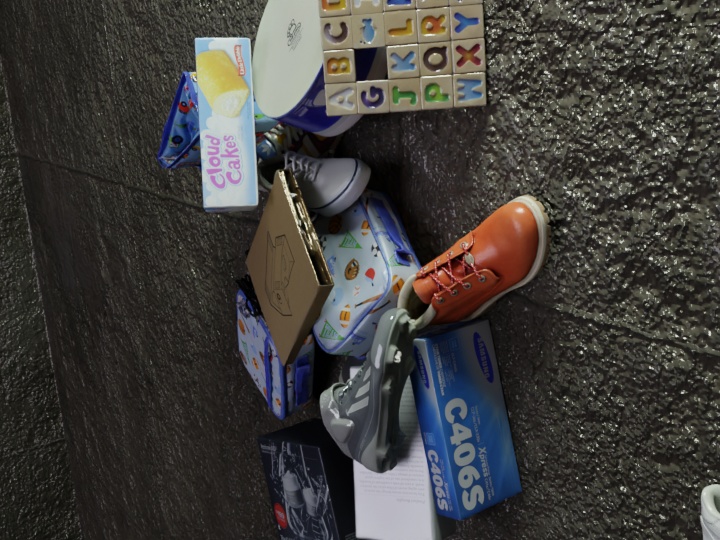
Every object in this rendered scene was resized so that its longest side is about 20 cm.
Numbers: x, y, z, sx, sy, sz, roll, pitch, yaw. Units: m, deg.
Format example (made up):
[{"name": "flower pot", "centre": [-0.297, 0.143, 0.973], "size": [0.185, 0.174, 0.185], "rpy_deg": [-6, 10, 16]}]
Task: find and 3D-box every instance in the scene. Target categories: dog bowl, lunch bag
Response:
[{"name": "dog bowl", "centre": [-0.046, -0.262, 0.950], "size": [0.200, 0.079, 0.200], "rpy_deg": [-22, 63, 52]}, {"name": "lunch bag", "centre": [0.000, 0.000, 0.986], "size": [0.160, 0.076, 0.200], "rpy_deg": [-49, 44, 29]}, {"name": "lunch bag", "centre": [-0.125, 0.119, 1.227], "size": [0.160, 0.076, 0.200], "rpy_deg": [54, 154, 36]}, {"name": "lunch bag", "centre": [-0.200, -0.198, 1.195], "size": [0.200, 0.151, 0.094], "rpy_deg": [-43, 65, 53]}]

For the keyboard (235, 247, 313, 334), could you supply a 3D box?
[{"name": "keyboard", "centre": [-0.120, 0.022, 1.128], "size": [0.040, 0.104, 0.200], "rpy_deg": [46, -170, -45]}]

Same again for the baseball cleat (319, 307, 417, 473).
[{"name": "baseball cleat", "centre": [0.003, 0.125, 0.886], "size": [0.106, 0.070, 0.200], "rpy_deg": [18, 113, 29]}]

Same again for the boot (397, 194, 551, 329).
[{"name": "boot", "centre": [0.112, 0.001, 0.841], "size": [0.075, 0.107, 0.200], "rpy_deg": [62, 143, 23]}]

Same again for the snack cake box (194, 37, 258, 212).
[{"name": "snack cake box", "centre": [-0.165, -0.174, 1.016], "size": [0.115, 0.067, 0.200], "rpy_deg": [-174, 81, -79]}]

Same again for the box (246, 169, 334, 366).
[{"name": "box", "centre": [-0.091, 0.001, 1.003], "size": [0.164, 0.021, 0.200], "rpy_deg": [69, 152, 26]}]

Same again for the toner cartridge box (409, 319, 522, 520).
[{"name": "toner cartridge box", "centre": [0.113, 0.161, 0.907], "size": [0.043, 0.095, 0.200], "rpy_deg": [-7, 96, 56]}]

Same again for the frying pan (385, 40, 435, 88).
[{"name": "frying pan", "centre": [0.053, -0.269, 0.899], "size": [0.115, 0.031, 0.190], "rpy_deg": [-3, 83, 57]}]

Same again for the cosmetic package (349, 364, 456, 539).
[{"name": "cosmetic package", "centre": [0.050, 0.209, 0.959], "size": [0.101, 0.071, 0.200], "rpy_deg": [-4, 85, 28]}]

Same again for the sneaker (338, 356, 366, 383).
[{"name": "sneaker", "centre": [0.039, 0.162, 1.036], "size": [0.200, 0.075, 0.106], "rpy_deg": [50, 140, 36]}]

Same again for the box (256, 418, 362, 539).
[{"name": "box", "centre": [-0.048, 0.322, 1.201], "size": [0.200, 0.104, 0.182], "rpy_deg": [-12, 90, 57]}]

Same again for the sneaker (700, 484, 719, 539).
[{"name": "sneaker", "centre": [0.335, 0.207, 0.606], "size": [0.200, 0.075, 0.100], "rpy_deg": [-10, 94, 57]}]

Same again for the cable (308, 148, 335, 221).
[{"name": "cable", "centre": [-0.057, -0.077, 1.135], "size": [0.200, 0.050, 0.097], "rpy_deg": [124, 133, -60]}]

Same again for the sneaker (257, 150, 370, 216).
[{"name": "sneaker", "centre": [-0.067, -0.110, 1.002], "size": [0.200, 0.071, 0.073], "rpy_deg": [0, 65, 54]}]

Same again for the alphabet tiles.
[{"name": "alphabet tiles", "centre": [0.040, -0.262, 0.831], "size": [0.008, 0.167, 0.200], "rpy_deg": [-64, -30, -74]}]

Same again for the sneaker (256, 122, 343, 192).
[{"name": "sneaker", "centre": [-0.087, -0.172, 1.090], "size": [0.075, 0.090, 0.200], "rpy_deg": [58, 143, 25]}]
